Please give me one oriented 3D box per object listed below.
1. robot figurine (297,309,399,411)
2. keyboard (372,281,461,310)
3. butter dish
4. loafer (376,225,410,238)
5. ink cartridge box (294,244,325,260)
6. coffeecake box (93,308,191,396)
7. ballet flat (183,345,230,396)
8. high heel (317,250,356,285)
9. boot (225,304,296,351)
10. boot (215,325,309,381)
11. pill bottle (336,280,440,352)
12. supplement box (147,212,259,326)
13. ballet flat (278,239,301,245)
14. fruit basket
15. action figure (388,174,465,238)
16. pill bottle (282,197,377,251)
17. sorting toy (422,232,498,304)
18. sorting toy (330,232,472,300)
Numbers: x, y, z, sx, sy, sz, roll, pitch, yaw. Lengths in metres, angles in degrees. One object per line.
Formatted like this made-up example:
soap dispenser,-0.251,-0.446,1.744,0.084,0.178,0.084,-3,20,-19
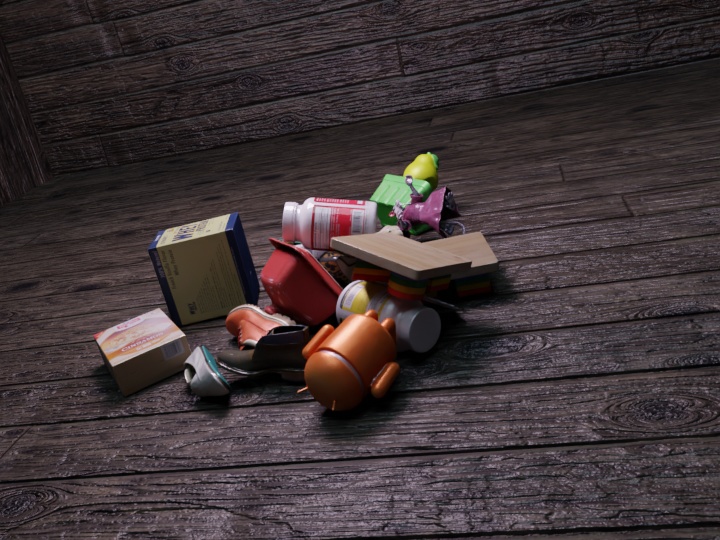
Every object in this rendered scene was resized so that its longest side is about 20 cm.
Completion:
robot figurine,-0.018,0.154,1.239,0.200,0.144,0.117,-45,3,-35
keyboard,0.099,0.045,1.437,0.198,0.011,0.056,19,2,-6
butter dish,-0.140,0.047,1.538,0.148,0.200,0.199,-46,24,-12
loafer,0.073,-0.067,1.789,0.068,0.076,0.200,-10,21,21
ink cartridge box,-0.064,-0.024,1.733,0.161,0.058,0.200,-9,-19,14
coffeecake box,-0.453,0.164,1.529,0.152,0.074,0.199,-24,24,-23
ballet flat,-0.294,0.201,1.382,0.069,0.070,0.200,-20,19,-17
high heel,0.000,0.000,1.591,0.198,0.072,0.142,8,-8,-15
boot,-0.226,0.131,1.492,0.199,0.076,0.107,8,37,42
boot,-0.177,0.142,1.359,0.198,0.098,0.075,4,18,13
pill bottle,0.053,0.090,1.377,0.111,0.112,0.199,-27,26,-32
supplement box,-0.359,-0.003,1.709,0.197,0.202,0.134,-13,21,1
ballet flat,-0.140,-0.058,1.893,0.198,0.071,0.067,0,25,28
fruit basket,0.150,-0.209,1.976,0.214,0.156,0.216,-21,30,12
action figure,0.157,-0.144,1.808,0.199,0.149,0.135,2,58,47
pill bottle,-0.064,-0.097,1.576,0.197,0.114,0.112,4,23,2
sorting toy,0.181,-0.002,1.565,0.198,0.070,0.199,-11,21,3
sorting toy,0.073,-0.007,1.374,0.199,0.070,0.198,22,18,33
